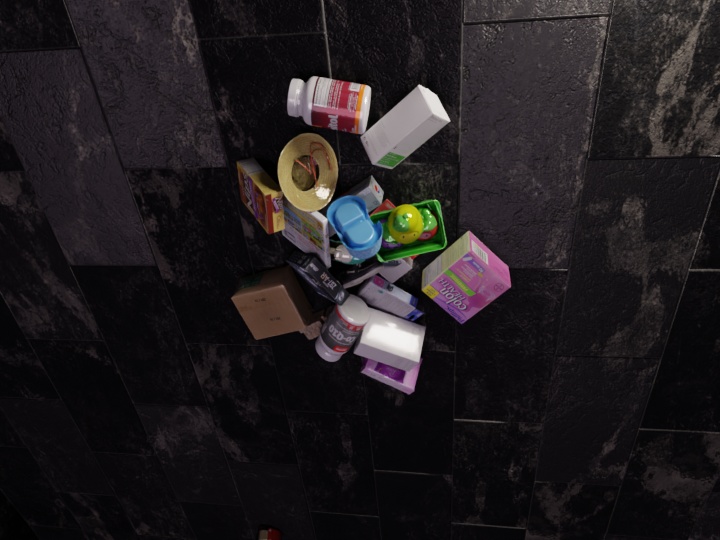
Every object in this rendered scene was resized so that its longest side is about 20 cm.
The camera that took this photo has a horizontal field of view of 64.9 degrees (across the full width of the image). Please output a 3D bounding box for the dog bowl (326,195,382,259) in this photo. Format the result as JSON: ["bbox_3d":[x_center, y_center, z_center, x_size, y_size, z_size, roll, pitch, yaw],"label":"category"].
[{"bbox_3d":[-0.012,-0.110,1.467,0.109,0.202,0.050,-27,142,-8],"label":"dog bowl"}]

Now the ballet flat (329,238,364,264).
[{"bbox_3d":[-0.071,-0.053,1.624,0.194,0.070,0.070,12,109,32],"label":"ballet flat"}]

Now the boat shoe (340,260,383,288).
[{"bbox_3d":[0.000,0.000,1.662,0.199,0.072,0.062,-29,80,60],"label":"boat shoe"}]

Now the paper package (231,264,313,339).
[{"bbox_3d":[-0.277,0.102,1.798,0.193,0.105,0.195,-13,122,19],"label":"paper package"}]

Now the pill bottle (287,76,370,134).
[{"bbox_3d":[-0.076,-0.407,1.385,0.192,0.115,0.116,10,128,2],"label":"pill bottle"}]

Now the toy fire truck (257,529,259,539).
[{"bbox_3d":[-0.407,1.334,2.721,0.192,0.131,0.180,8,128,-12],"label":"toy fire truck"}]

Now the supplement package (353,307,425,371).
[{"bbox_3d":[0.091,0.219,1.789,0.193,0.123,0.122,18,154,-5],"label":"supplement package"}]

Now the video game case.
[{"bbox_3d":[-0.158,-0.120,1.576,0.198,0.023,0.185,37,149,28],"label":"video game case"}]

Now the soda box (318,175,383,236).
[{"bbox_3d":[-0.031,-0.176,1.573,0.196,0.069,0.064,-29,117,27],"label":"soda box"}]

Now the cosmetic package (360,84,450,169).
[{"bbox_3d":[0.108,-0.347,1.388,0.198,0.106,0.087,-34,73,31],"label":"cosmetic package"}]

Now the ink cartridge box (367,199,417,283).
[{"bbox_3d":[0.083,-0.079,1.641,0.199,0.045,0.175,39,124,-19],"label":"ink cartridge box"}]

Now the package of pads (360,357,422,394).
[{"bbox_3d":[0.103,0.314,1.872,0.195,0.124,0.076,25,154,-11],"label":"package of pads"}]

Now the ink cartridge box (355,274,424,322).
[{"bbox_3d":[0.093,0.091,1.745,0.196,0.043,0.119,31,148,-10],"label":"ink cartridge box"}]

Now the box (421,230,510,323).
[{"bbox_3d":[0.304,0.023,1.646,0.174,0.098,0.199,37,124,-18],"label":"box"}]

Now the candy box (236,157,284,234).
[{"bbox_3d":[-0.269,-0.203,1.521,0.055,0.200,0.120,-18,132,-24],"label":"candy box"}]

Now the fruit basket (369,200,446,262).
[{"bbox_3d":[0.124,-0.108,1.496,0.208,0.217,0.161,-9,112,15],"label":"fruit basket"}]

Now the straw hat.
[{"bbox_3d":[-0.155,-0.255,1.501,0.084,0.203,0.203,2,137,51],"label":"straw hat"}]

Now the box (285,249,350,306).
[{"bbox_3d":[-0.128,0.018,1.666,0.044,0.199,0.161,-47,114,-11],"label":"box"}]

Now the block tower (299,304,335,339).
[{"bbox_3d":[-0.107,0.161,1.842,0.195,0.055,0.058,-23,119,24],"label":"block tower"}]

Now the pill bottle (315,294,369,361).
[{"bbox_3d":[-0.059,0.181,1.743,0.111,0.116,0.202,25,126,-10],"label":"pill bottle"}]
